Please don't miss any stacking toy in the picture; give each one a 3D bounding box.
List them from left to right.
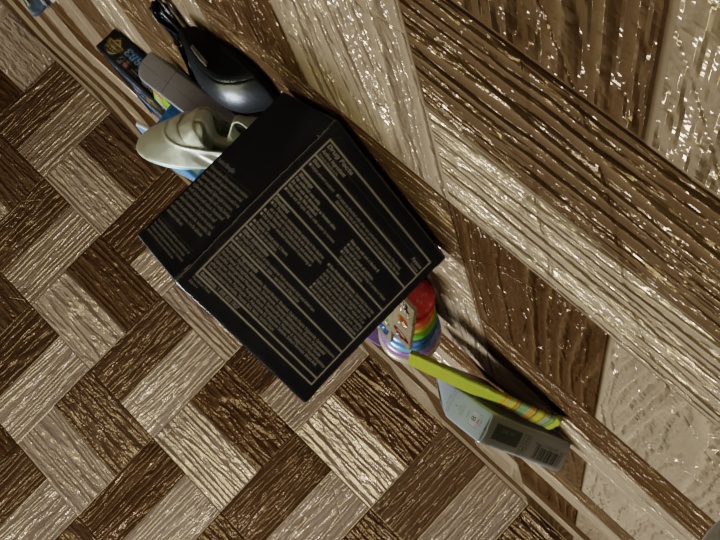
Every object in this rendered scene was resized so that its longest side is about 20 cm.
[{"bbox_3d":[0.061,0.054,1.276,0.085,0.085,0.200,42,169,15],"label":"stacking toy"}]

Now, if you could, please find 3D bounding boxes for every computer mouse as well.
[{"bbox_3d":[-0.150,-0.198,1.082,0.200,0.046,0.140,40,173,32],"label":"computer mouse"}]

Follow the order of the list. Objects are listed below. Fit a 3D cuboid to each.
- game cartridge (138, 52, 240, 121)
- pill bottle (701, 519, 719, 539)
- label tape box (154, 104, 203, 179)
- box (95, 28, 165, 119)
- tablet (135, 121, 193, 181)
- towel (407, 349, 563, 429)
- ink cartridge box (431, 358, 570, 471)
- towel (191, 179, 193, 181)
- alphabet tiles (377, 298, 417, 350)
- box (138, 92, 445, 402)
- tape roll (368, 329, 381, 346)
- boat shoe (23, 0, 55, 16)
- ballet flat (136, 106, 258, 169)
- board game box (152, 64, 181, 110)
[{"bbox_3d":[-0.162,-0.174,1.179,0.200,0.041,0.133,37,-179,0],"label":"game cartridge"},{"bbox_3d":[0.329,0.261,0.715,0.200,0.113,0.113,46,173,-20],"label":"pill bottle"},{"bbox_3d":[-0.162,-0.121,1.326,0.144,0.063,0.200,39,-179,42],"label":"label tape box"},{"bbox_3d":[-0.312,-0.272,1.652,0.200,0.050,0.199,42,172,28],"label":"box"},{"bbox_3d":[-0.251,-0.159,1.564,0.200,0.014,0.130,29,164,34],"label":"tablet"},{"bbox_3d":[0.152,0.145,1.260,0.199,0.018,0.086,24,168,6],"label":"towel"},{"bbox_3d":[0.165,0.188,1.382,0.162,0.057,0.200,24,-178,-36],"label":"ink cartridge box"},{"bbox_3d":[-0.212,-0.141,1.698,0.146,0.024,0.200,10,160,22],"label":"towel"},{"bbox_3d":[0.000,0.000,1.211,0.200,0.008,0.167,48,159,23],"label":"alphabet tiles"},{"bbox_3d":[-0.062,-0.022,0.972,0.200,0.198,0.123,49,174,-36],"label":"box"},{"bbox_3d":[-0.022,0.018,1.458,0.200,0.066,0.200,43,-177,-2],"label":"tape roll"},{"bbox_3d":[-0.653,-0.553,1.920,0.200,0.062,0.075,44,176,8],"label":"boat shoe"},{"bbox_3d":[-0.141,-0.140,1.072,0.199,0.070,0.069,9,167,8],"label":"ballet flat"},{"bbox_3d":[-0.207,-0.197,1.460,0.200,0.048,0.102,45,173,-8],"label":"board game box"}]
